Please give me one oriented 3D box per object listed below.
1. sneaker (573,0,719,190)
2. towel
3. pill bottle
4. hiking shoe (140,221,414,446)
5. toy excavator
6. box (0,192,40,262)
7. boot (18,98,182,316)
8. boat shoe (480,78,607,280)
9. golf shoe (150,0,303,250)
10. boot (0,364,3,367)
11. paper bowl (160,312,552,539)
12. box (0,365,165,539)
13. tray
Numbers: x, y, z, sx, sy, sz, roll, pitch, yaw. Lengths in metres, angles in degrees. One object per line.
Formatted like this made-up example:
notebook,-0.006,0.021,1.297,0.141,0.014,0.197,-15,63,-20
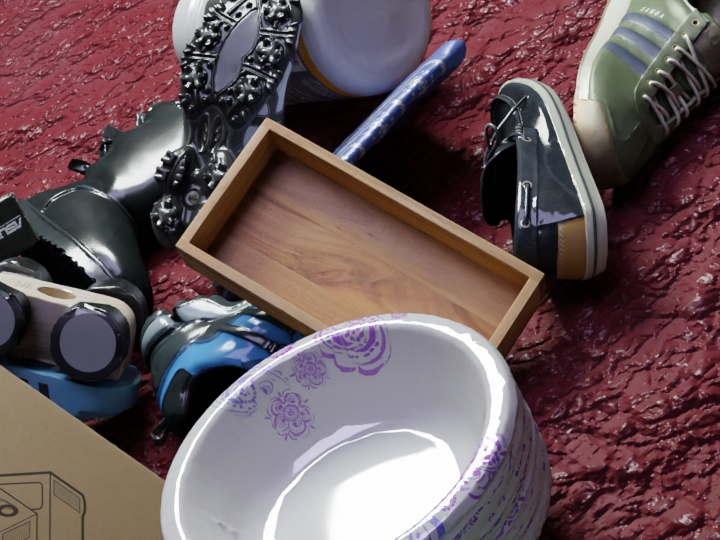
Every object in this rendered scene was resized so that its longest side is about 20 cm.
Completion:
sneaker,0.198,-0.134,1.209,0.089,0.067,0.201,-13,34,28
towel,-0.012,-0.066,1.247,0.200,0.024,0.145,-48,5,-25
pill bottle,-0.049,-0.182,1.384,0.116,0.117,0.199,-47,27,-26
hiking shoe,-0.040,0.043,1.160,0.199,0.074,0.087,-26,48,13
toy excavator,-0.244,0.095,1.193,0.193,0.202,0.100,13,10,-1
box,-0.344,0.021,1.316,0.199,0.048,0.193,-35,9,-29
boot,-0.154,-0.042,1.338,0.162,0.074,0.198,-34,36,-19
boat shoe,0.103,-0.060,1.167,0.062,0.075,0.201,-7,35,-5
golf shoe,-0.084,-0.100,1.285,0.077,0.094,0.202,18,83,22
boot,-0.243,0.113,1.075,0.065,0.200,0.165,-34,21,35
paper bowl,0.003,0.125,0.980,0.199,0.105,0.201,-18,36,14
box,-0.195,0.166,1.028,0.021,0.163,0.201,-41,15,50
tray,0.000,0.000,1.107,0.199,0.037,0.099,30,76,19
